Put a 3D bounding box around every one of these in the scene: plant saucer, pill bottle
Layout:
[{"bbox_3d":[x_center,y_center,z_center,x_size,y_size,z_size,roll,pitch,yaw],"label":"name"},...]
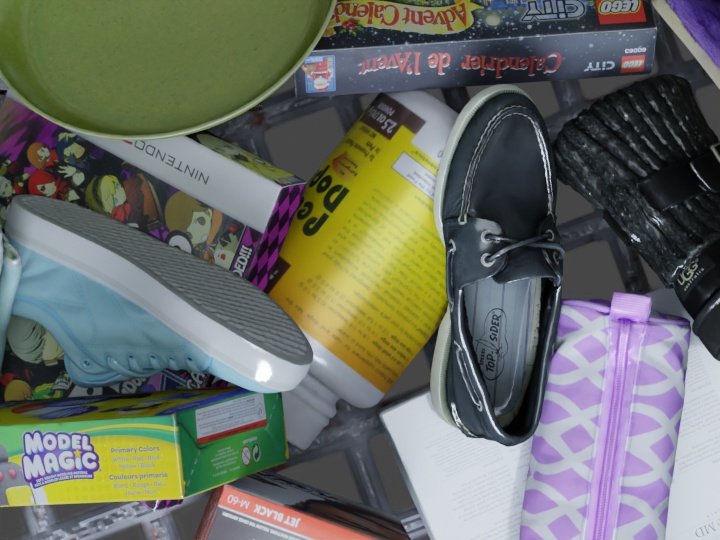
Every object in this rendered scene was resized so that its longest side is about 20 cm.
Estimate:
[{"bbox_3d":[-0.106,-0.149,1.312,0.200,0.031,0.200,-5,61,8],"label":"plant saucer"},{"bbox_3d":[0.000,0.000,1.362,0.109,0.109,0.200,38,88,-3],"label":"pill bottle"}]

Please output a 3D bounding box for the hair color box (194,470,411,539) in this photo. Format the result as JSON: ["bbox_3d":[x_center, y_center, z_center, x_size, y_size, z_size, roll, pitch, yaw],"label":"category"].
[{"bbox_3d":[-0.033,0.153,1.316,0.111,0.200,0.064,20,90,-3],"label":"hair color box"}]

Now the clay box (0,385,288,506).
[{"bbox_3d":[-0.152,0.092,1.264,0.200,0.115,0.048,-4,93,26],"label":"clay box"}]

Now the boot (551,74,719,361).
[{"bbox_3d":[0.212,-0.036,1.363,0.158,0.211,0.079,51,119,23],"label":"boot"}]

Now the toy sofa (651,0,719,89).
[{"bbox_3d":[0.253,-0.100,1.309,0.083,0.098,0.200,-42,66,18],"label":"toy sofa"}]

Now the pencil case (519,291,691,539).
[{"bbox_3d":[0.132,0.112,1.332,0.084,0.085,0.200,6,89,11],"label":"pencil case"}]

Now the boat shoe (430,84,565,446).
[{"bbox_3d":[0.079,0.003,1.300,0.074,0.066,0.200,0,110,-27],"label":"boat shoe"}]

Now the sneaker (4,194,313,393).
[{"bbox_3d":[-0.112,0.032,1.268,0.200,0.074,0.082,28,109,31],"label":"sneaker"}]

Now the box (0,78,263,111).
[{"bbox_3d":[-0.150,-0.177,1.385,0.200,0.044,0.161,4,90,-3],"label":"box"}]

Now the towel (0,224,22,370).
[{"bbox_3d":[-0.266,0.002,1.308,0.171,0.200,0.048,38,49,14],"label":"towel"}]

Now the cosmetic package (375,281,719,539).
[{"bbox_3d":[0.129,0.109,1.398,0.200,0.052,0.151,-23,90,-2],"label":"cosmetic package"}]

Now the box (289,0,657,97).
[{"bbox_3d":[0.057,-0.164,1.359,0.200,0.038,0.137,-4,50,-3],"label":"box"}]

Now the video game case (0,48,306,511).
[{"bbox_3d":[-0.142,0.004,1.335,0.181,0.036,0.200,29,106,22],"label":"video game case"}]
